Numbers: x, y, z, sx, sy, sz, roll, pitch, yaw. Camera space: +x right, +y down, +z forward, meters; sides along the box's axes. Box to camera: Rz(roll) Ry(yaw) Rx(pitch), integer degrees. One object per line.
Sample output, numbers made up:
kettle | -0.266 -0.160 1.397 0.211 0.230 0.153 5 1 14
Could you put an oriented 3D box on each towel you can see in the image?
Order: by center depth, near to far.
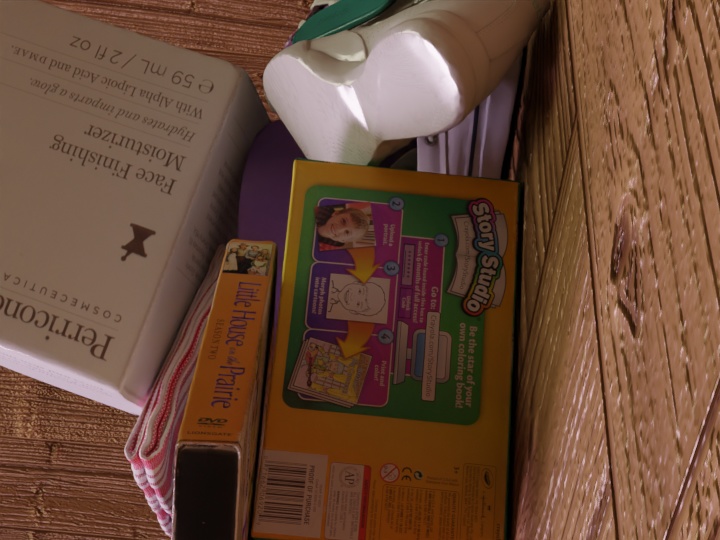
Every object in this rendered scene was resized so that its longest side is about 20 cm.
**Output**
towel | -0.094 0.087 0.937 0.201 0.030 0.148 85 -155 -64

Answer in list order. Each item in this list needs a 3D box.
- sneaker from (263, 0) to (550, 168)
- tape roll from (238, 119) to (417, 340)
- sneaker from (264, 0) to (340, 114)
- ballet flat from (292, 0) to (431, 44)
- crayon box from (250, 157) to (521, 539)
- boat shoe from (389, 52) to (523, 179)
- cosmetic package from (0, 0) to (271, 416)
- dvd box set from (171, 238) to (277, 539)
sneaker | 0.024 -0.103 0.760 0.199 0.088 0.076 -2 121 59
tape roll | 0.000 0.000 0.923 0.200 0.084 0.203 -6 -90 -72
sneaker | -0.002 -0.196 0.958 0.201 0.072 0.115 -46 -46 -21
ballet flat | 0.040 -0.149 0.857 0.199 0.064 0.068 -21 30 45
crayon box | 0.015 0.049 0.727 0.058 0.117 0.203 97 178 -64
boat shoe | 0.048 -0.051 0.854 0.074 0.066 0.203 -85 1 -64
cosmetic package | -0.163 -0.030 0.911 0.165 0.163 0.202 67 -138 -75
dvd box set | -0.063 0.091 0.691 0.201 0.029 0.148 -87 2 -65
